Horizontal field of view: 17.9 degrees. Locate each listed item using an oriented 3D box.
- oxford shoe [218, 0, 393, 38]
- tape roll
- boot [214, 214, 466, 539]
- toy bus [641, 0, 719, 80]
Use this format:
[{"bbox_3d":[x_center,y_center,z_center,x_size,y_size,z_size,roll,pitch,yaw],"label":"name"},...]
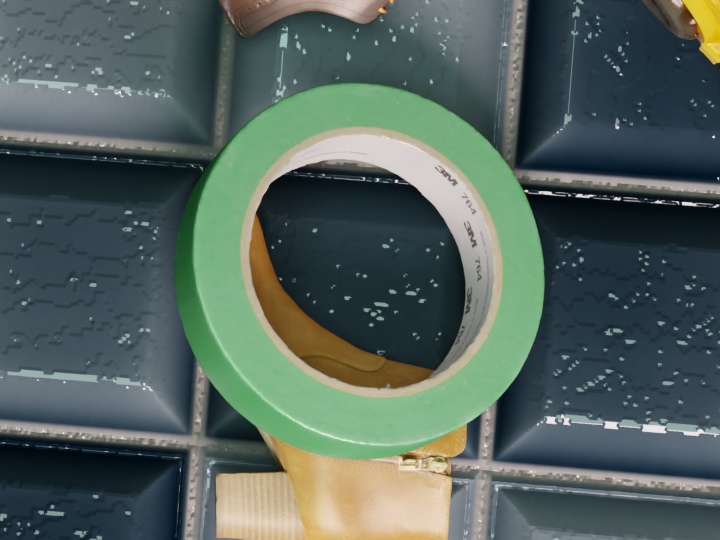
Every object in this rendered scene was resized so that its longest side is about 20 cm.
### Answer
[{"bbox_3d":[0.014,-0.182,1.279,0.199,0.071,0.073,-13,110,8],"label":"oxford shoe"},{"bbox_3d":[0.000,0.000,1.243,0.199,0.048,0.202,4,76,-18],"label":"tape roll"},{"bbox_3d":[-0.012,0.057,1.284,0.143,0.071,0.202,-1,88,-6],"label":"boot"},{"bbox_3d":[0.232,-0.161,1.196,0.136,0.192,0.200,-40,90,2],"label":"toy bus"}]
